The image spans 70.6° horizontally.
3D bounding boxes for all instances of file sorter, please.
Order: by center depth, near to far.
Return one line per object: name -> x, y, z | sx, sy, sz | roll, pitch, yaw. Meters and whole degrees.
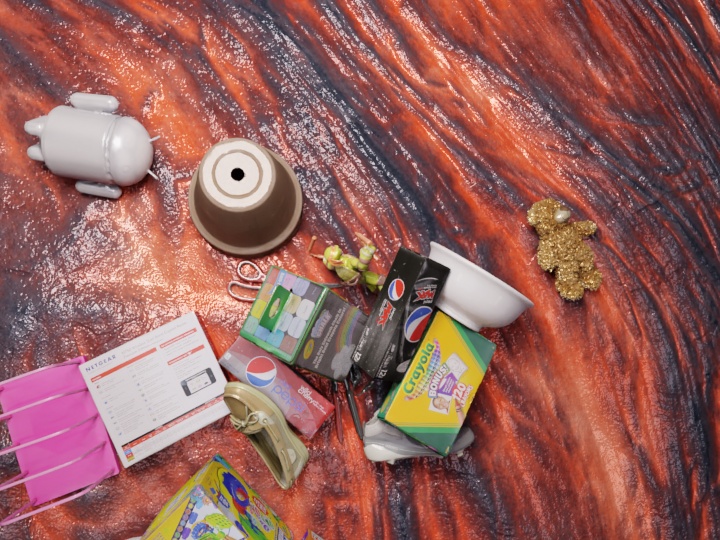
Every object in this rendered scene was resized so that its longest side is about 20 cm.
file sorter -> -0.483, 0.252, 0.774 | 0.138, 0.125, 0.202 | -19, 87, -9

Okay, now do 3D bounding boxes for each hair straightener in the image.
hair straightener -> -0.015, 0.196, 0.894 | 0.076, 0.041, 0.202 | -7, 81, -9

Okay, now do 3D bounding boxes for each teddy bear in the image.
teddy bear -> 0.389, -0.044, 0.956 | 0.144, 0.067, 0.202 | -7, 85, -11

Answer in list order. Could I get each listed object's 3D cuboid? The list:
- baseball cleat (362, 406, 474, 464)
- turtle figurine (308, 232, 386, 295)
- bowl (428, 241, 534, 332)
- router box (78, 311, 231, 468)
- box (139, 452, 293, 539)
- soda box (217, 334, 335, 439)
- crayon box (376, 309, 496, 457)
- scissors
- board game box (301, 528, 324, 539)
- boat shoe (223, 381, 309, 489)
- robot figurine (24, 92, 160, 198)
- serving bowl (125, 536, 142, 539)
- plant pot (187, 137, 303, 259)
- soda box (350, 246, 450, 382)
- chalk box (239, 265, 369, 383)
baseball cleat -> 0.102, 0.270, 0.871 | 0.198, 0.070, 0.108 | -6, 94, -15
turtle figurine -> 0.000, 0.000, 0.852 | 0.161, 0.199, 0.065 | 31, 69, -27
bowl -> 0.183, 0.040, 0.864 | 0.200, 0.201, 0.091 | 32, 95, -3
router box -> -0.325, 0.191, 0.841 | 0.199, 0.049, 0.181 | -25, 88, -10
box -> -0.206, 0.406, 0.758 | 0.122, 0.200, 0.193 | -43, 91, -11
soda box -> -0.140, 0.189, 0.857 | 0.200, 0.063, 0.070 | 41, 79, -4
crayon box -> 0.126, 0.183, 0.840 | 0.118, 0.058, 0.201 | 31, 74, -4
scissors -> -0.135, 0.035, 0.904 | 0.198, 0.014, 0.074 | 14, 80, -7
board game box -> -0.053, 0.567, 0.761 | 0.199, 0.200, 0.201 | 35, 81, -2
boat shoe -> -0.157, 0.263, 0.814 | 0.202, 0.073, 0.063 | 60, 38, -23
robot figurine -> -0.433, -0.203, 0.836 | 0.198, 0.113, 0.171 | 9, 120, -7
serving bowl -> -0.341, 0.514, 0.795 | 0.198, 0.066, 0.202 | 1, 84, -8
plant pot -> -0.191, -0.128, 0.830 | 0.198, 0.175, 0.202 | 1, 84, -8
soda box -> 0.063, 0.070, 0.802 | 0.063, 0.071, 0.201 | 18, 98, -39
chalk box -> -0.094, 0.080, 0.795 | 0.123, 0.200, 0.125 | 20, 79, 36
